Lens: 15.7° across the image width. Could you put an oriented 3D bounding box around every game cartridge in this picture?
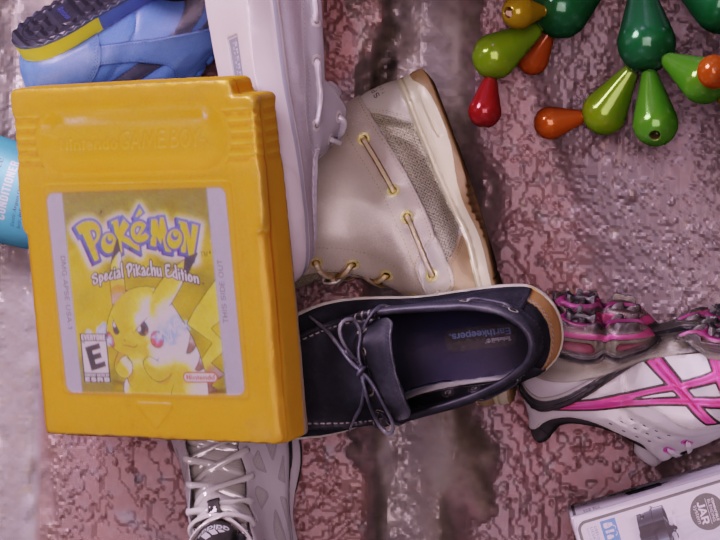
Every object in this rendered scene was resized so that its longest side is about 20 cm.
[{"bbox_3d":[-0.115,-0.006,1.461,0.175,0.032,0.202,0,100,34],"label":"game cartridge"}]

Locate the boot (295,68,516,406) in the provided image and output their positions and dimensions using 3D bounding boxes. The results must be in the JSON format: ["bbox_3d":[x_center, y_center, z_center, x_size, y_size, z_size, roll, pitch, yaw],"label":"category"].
[{"bbox_3d":[0.000,0.000,1.515,0.154,0.072,0.201,-18,82,2],"label":"boot"}]

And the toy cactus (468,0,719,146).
[{"bbox_3d":[0.158,-0.155,1.507,0.198,0.102,0.166,-5,78,12],"label":"toy cactus"}]

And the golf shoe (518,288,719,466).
[{"bbox_3d":[0.191,0.067,1.508,0.198,0.073,0.093,6,108,9],"label":"golf shoe"}]

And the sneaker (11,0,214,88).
[{"bbox_3d":[-0.105,-0.145,1.538,0.199,0.066,0.079,-27,117,-5],"label":"sneaker"}]

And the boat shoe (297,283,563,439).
[{"bbox_3d":[0.014,0.051,1.452,0.198,0.062,0.075,-12,97,13],"label":"boat shoe"}]

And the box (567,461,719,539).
[{"bbox_3d":[0.220,0.136,1.475,0.199,0.117,0.061,-17,87,2],"label":"box"}]

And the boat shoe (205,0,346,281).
[{"bbox_3d":[-0.041,-0.094,1.470,0.068,0.072,0.202,-8,85,-29],"label":"boat shoe"}]

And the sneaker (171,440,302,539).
[{"bbox_3d":[-0.071,0.128,1.493,0.075,0.115,0.202,-12,87,3],"label":"sneaker"}]

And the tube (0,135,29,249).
[{"bbox_3d":[-0.203,-0.045,1.545,0.198,0.050,0.078,15,82,9],"label":"tube"}]
